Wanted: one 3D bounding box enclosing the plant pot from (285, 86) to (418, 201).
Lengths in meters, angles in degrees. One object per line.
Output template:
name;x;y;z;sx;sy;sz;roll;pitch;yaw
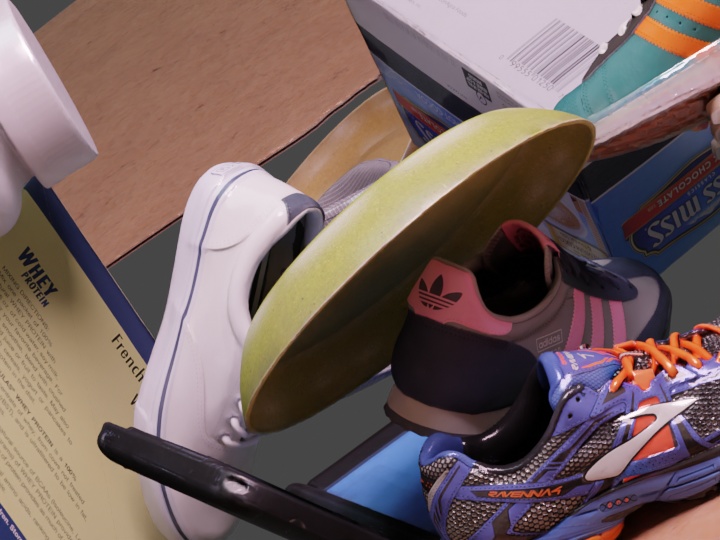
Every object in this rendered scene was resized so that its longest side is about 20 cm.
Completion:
plant pot;-0.019;-0.024;1.685;0.200;0.027;0.200;-48;17;20

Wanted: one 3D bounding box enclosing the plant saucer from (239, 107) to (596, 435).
plant saucer;0.018;-0.006;1.237;0.200;0.031;0.200;-39;-12;-10

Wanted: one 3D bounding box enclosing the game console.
game console;-0.002;0.075;1.310;0.117;0.175;0.200;-67;21;-6

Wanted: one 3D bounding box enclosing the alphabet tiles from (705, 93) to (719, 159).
alphabet tiles;0.249;-0.105;1.306;0.195;0.015;0.200;-28;-13;3

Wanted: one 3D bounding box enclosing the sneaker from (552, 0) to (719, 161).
sneaker;0.160;-0.122;1.279;0.200;0.080;0.071;-33;-14;22

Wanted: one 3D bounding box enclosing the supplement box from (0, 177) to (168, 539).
supplement box;-0.200;0.095;1.476;0.134;0.201;0.200;-22;21;31

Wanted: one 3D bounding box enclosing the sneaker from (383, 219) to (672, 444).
sneaker;0.086;0.013;1.273;0.070;0.083;0.200;20;25;27

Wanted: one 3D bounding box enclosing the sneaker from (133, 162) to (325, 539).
sneaker;-0.062;0.049;1.418;0.073;0.201;0.071;-8;21;-43

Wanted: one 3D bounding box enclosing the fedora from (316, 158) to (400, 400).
fedora;0.000;0.000;1.496;0.177;0.091;0.200;-37;7;-32

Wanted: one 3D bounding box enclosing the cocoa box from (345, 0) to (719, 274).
cocoa box;0.107;-0.107;1.444;0.133;0.132;0.200;-38;43;-13

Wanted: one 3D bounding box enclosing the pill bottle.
pill bottle;-0.236;-0.044;1.398;0.199;0.110;0.110;-30;16;0

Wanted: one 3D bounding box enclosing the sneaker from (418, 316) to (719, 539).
sneaker;0.110;0.059;1.183;0.200;0.079;0.075;-35;17;0
